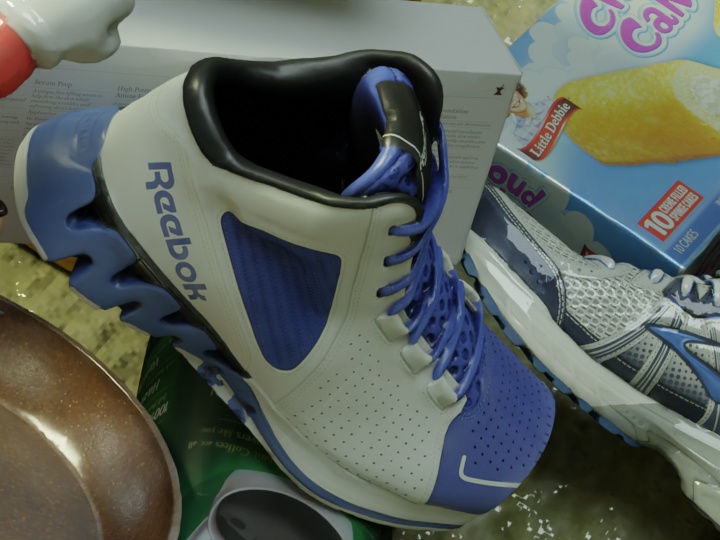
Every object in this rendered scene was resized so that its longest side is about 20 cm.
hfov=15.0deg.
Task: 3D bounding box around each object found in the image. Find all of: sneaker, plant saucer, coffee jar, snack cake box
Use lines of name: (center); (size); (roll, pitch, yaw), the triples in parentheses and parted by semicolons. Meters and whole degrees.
sneaker: (0.119, 0.028, 0.992); (0.200, 0.077, 0.085); (41, 93, -4)
sneaker: (-0.001, 0.000, 0.852); (0.199, 0.115, 0.081); (37, 44, -24)
plant saucer: (-0.154, 0.060, 0.831); (0.200, 0.035, 0.200); (18, 29, -10)
coffee jar: (-0.039, 0.095, 0.910); (0.104, 0.085, 0.200); (26, 47, -12)
snack cake box: (0.122, -0.065, 1.108); (0.115, 0.067, 0.200); (36, 50, 12)

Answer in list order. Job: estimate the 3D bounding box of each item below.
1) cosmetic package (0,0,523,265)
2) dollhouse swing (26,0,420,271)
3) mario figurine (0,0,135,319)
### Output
cosmetic package: (-0.053, -0.052, 0.919); (0.199, 0.083, 0.051); (3, 37, -22)
dollhouse swing: (-0.080, -0.135, 1.014); (0.181, 0.200, 0.176); (31, 48, 10)
mario figurine: (-0.133, -0.055, 0.817); (0.106, 0.201, 0.123); (0, 9, -22)
